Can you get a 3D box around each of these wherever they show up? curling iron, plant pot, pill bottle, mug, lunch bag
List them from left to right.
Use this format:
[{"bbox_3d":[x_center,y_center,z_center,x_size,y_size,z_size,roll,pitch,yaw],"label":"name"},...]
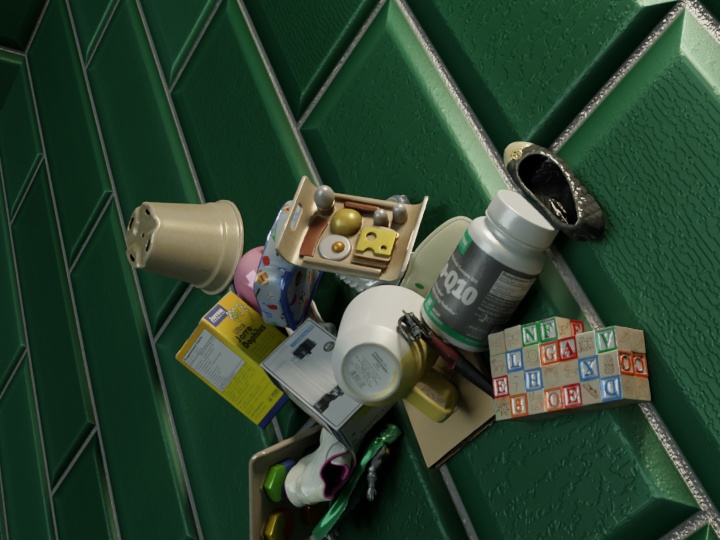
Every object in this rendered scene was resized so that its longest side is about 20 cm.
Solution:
[{"bbox_3d":[-0.366,-0.060,1.887,0.200,0.183,0.201,-15,71,49],"label":"plant pot"},{"bbox_3d":[-0.107,-0.008,1.547,0.075,0.160,0.200,11,57,17],"label":"lunch bag"},{"bbox_3d":[0.046,0.115,1.265,0.186,0.153,0.150,10,106,10],"label":"mug"},{"bbox_3d":[0.122,0.120,1.227,0.026,0.200,0.050,-43,21,16],"label":"curling iron"},{"bbox_3d":[0.174,0.000,1.241,0.200,0.113,0.113,-61,42,23],"label":"pill bottle"}]

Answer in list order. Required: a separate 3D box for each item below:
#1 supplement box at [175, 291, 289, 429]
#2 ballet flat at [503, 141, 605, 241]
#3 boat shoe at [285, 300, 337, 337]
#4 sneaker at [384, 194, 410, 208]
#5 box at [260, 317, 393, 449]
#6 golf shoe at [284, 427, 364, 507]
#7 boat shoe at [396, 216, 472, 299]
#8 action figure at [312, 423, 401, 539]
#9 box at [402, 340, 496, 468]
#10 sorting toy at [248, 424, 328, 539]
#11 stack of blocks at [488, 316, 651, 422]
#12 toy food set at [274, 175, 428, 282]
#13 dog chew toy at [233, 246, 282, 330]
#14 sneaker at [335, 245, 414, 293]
[{"bbox_3d":[-0.196,0.154,1.602,0.200,0.110,0.109,40,123,-1],"label":"supplement box"},{"bbox_3d":[0.248,-0.112,1.210,0.066,0.057,0.200,-48,48,14],"label":"ballet flat"},{"bbox_3d":[-0.071,0.115,1.564,0.069,0.071,0.200,-50,48,16],"label":"boat shoe"},{"bbox_3d":[0.006,-0.051,1.488,0.200,0.086,0.078,-45,51,37],"label":"sneaker"},{"bbox_3d":[-0.048,0.170,1.433,0.117,0.060,0.200,-42,48,-15],"label":"box"},{"bbox_3d":[-0.029,0.280,1.419,0.091,0.075,0.200,-11,34,48],"label":"golf shoe"},{"bbox_3d":[0.100,0.003,1.367,0.200,0.072,0.068,-56,2,10],"label":"boat shoe"},{"bbox_3d":[0.002,0.321,1.423,0.200,0.055,0.118,-59,0,5],"label":"action figure"},{"bbox_3d":[0.118,0.162,1.353,0.164,0.021,0.200,-48,49,35],"label":"box"},{"bbox_3d":[-0.102,0.349,1.443,0.036,0.185,0.201,14,107,34],"label":"sorting toy"},{"bbox_3d":[0.255,0.119,1.157,0.200,0.058,0.116,-21,66,48],"label":"stack of blocks"},{"bbox_3d":[-0.011,-0.068,1.383,0.199,0.060,0.144,10,58,14],"label":"toy food set"},{"bbox_3d":[-0.176,0.060,1.679,0.125,0.124,0.201,39,122,48],"label":"dog chew toy"},{"bbox_3d":[0.000,0.000,1.428,0.199,0.073,0.071,5,86,13],"label":"sneaker"}]
